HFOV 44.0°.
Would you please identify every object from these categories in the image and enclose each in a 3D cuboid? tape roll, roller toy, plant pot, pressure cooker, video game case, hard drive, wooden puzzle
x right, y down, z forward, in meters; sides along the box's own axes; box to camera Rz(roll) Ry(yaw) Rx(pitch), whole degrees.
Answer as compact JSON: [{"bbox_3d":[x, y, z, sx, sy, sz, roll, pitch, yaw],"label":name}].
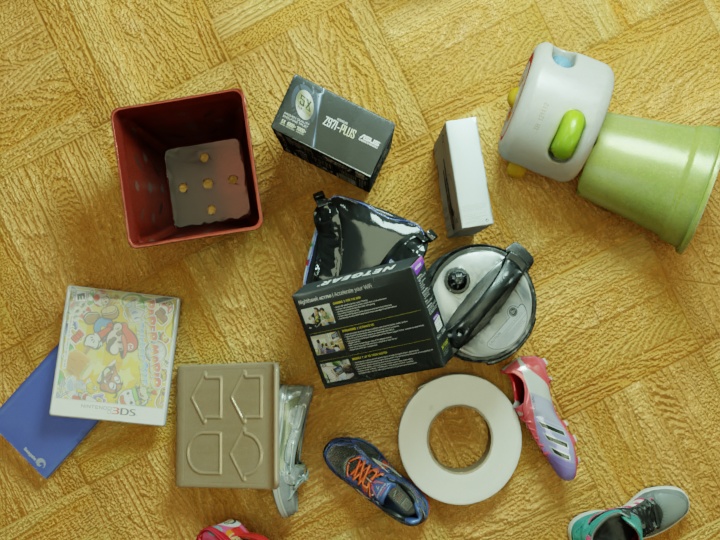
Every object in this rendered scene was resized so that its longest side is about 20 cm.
[{"bbox_3d":[0.155,0.264,1.407,0.198,0.037,0.208,0,88,1],"label":"tape roll"},{"bbox_3d":[0.287,-0.240,1.350,0.137,0.200,0.186,21,76,2],"label":"roller toy"},{"bbox_3d":[0.433,-0.151,1.354,0.181,0.200,0.204,19,89,12],"label":"plant pot"},{"bbox_3d":[0.171,0.050,1.332,0.174,0.200,0.180,-1,88,0],"label":"pressure cooker"},{"bbox_3d":[-0.384,0.134,1.401,0.178,0.023,0.205,6,80,-6],"label":"video game case"},{"bbox_3d":[-0.246,-0.143,1.353,0.195,0.176,0.205,-9,88,1],"label":"plant pot"},{"bbox_3d":[-0.477,0.210,1.420,0.132,0.025,0.200,43,89,1],"label":"hard drive"},{"bbox_3d":[-0.202,0.240,1.381,0.196,0.046,0.190,-5,81,26],"label":"wooden puzzle"}]

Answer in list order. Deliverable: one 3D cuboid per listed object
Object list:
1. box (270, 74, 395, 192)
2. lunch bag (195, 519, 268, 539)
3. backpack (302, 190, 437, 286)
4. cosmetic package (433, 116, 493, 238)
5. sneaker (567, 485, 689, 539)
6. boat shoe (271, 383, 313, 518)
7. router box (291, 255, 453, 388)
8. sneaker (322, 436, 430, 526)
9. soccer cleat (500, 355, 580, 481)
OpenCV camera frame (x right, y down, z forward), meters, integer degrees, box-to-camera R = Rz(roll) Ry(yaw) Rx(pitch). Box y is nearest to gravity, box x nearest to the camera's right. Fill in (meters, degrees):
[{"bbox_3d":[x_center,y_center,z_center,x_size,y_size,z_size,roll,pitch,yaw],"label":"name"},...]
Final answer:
[{"bbox_3d":[-0.038,-0.201,1.340,0.161,0.200,0.087,26,89,1],"label":"box"},{"bbox_3d":[-0.179,0.481,1.342,0.199,0.081,0.178,38,107,27],"label":"lunch bag"},{"bbox_3d":[0.000,0.000,1.360,0.197,0.154,0.194,21,89,11],"label":"backpack"},{"bbox_3d":[0.151,-0.133,1.337,0.050,0.200,0.154,-7,88,-1],"label":"cosmetic package"},{"bbox_3d":[0.422,0.388,1.359,0.196,0.121,0.085,-20,88,0],"label":"sneaker"},{"bbox_3d":[-0.105,0.281,1.393,0.063,0.074,0.207,0,82,5],"label":"boat shoe"},{"bbox_3d":[0.016,0.077,1.262,0.196,0.051,0.152,-13,104,26],"label":"router box"},{"bbox_3d":[0.028,0.327,1.386,0.198,0.078,0.076,33,88,1],"label":"sneaker"},{"bbox_3d":[0.278,0.233,1.388,0.075,0.067,0.204,-15,83,-20],"label":"soccer cleat"}]
